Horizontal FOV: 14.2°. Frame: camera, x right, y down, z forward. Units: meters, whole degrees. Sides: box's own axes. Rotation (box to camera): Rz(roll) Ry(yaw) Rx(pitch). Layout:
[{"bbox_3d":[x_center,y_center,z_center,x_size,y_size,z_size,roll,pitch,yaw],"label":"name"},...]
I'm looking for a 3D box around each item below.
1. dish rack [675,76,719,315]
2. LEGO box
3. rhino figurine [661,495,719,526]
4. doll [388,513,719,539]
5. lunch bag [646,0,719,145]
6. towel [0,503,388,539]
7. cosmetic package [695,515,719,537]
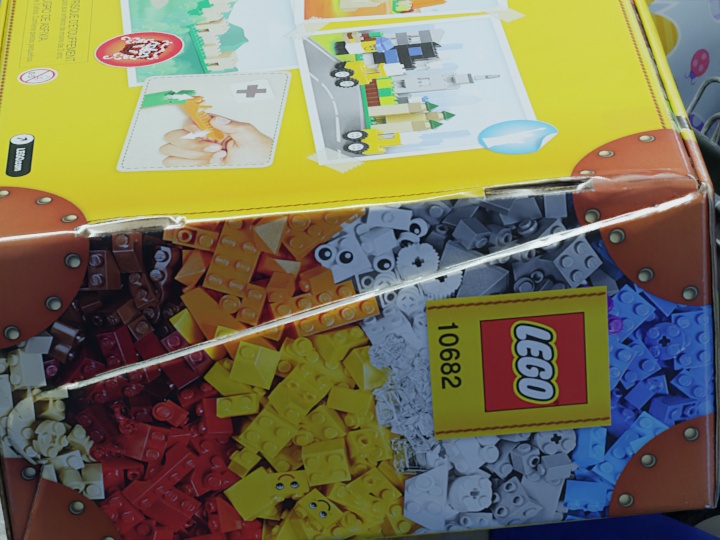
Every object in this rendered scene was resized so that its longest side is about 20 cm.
[{"bbox_3d":[0.138,-0.011,0.834,0.199,0.055,0.153,3,28,-40],"label":"dish rack"},{"bbox_3d":[-0.007,-0.023,0.660,0.148,0.078,0.200,-5,27,0],"label":"LEGO box"},{"bbox_3d":[0.142,0.054,0.717,0.199,0.060,0.087,10,-10,-25],"label":"rhino figurine"},{"bbox_3d":[0.094,0.112,0.652,0.199,0.137,0.048,19,1,-13],"label":"doll"},{"bbox_3d":[0.060,-0.084,0.964,0.169,0.127,0.200,12,54,43],"label":"lunch bag"},{"bbox_3d":[-0.048,0.056,0.693,0.199,0.031,0.150,16,45,-11],"label":"towel"},{"bbox_3d":[0.006,0.087,0.803,0.199,0.085,0.108,-18,33,-3],"label":"cosmetic package"}]
